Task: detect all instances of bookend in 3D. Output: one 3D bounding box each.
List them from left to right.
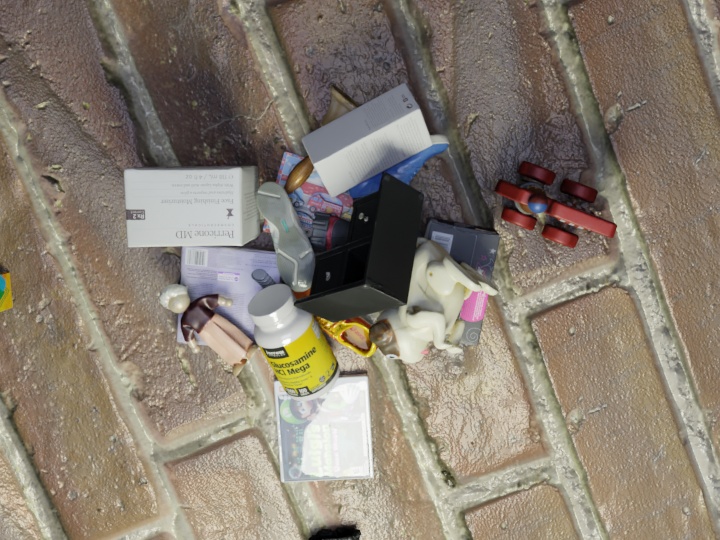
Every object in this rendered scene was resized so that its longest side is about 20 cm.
[{"bbox_3d":[-0.003,-0.033,1.410,0.092,0.198,0.202,25,65,-32],"label":"bookend"}]

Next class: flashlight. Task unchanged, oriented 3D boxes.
[{"bbox_3d":[0.010,-0.059,1.506,0.197,0.068,0.068,9,66,3],"label":"flashlight"}]

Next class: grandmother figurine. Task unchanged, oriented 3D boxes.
[{"bbox_3d":[-0.275,0.094,1.510,0.199,0.061,0.122,39,89,-6],"label":"grandmother figurine"}]

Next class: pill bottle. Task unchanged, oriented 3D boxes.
[{"bbox_3d":[-0.121,0.127,1.496,0.111,0.113,0.201,-23,123,4],"label":"pill bottle"}]

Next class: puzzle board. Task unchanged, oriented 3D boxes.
[{"bbox_3d":[-0.066,-0.116,1.543,0.198,0.017,0.152,17,98,-1],"label":"puzzle board"}]

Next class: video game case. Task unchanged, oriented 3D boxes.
[{"bbox_3d":[-0.069,0.301,1.599,0.179,0.023,0.203,-3,98,2],"label":"video game case"}]

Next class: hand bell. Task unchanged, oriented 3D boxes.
[{"bbox_3d":[-0.071,-0.216,1.494,0.104,0.104,0.201,38,102,-4],"label":"hand bell"}]

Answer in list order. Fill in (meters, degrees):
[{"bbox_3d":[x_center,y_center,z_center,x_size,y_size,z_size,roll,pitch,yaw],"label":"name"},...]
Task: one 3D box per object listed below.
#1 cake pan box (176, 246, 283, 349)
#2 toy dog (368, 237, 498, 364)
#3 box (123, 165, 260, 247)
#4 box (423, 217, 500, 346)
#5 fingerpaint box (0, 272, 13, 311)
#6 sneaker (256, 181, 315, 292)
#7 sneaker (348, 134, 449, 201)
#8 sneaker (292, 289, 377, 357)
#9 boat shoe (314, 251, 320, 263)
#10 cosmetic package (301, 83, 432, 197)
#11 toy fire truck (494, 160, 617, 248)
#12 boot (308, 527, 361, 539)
[{"bbox_3d":[-0.243,0.048,1.554,0.197,0.052,0.187,4,96,1],"label":"cake pan box"},{"bbox_3d":[0.099,0.062,1.394,0.193,0.139,0.201,38,100,14],"label":"toy dog"},{"bbox_3d":[-0.284,-0.114,1.456,0.196,0.200,0.132,-1,98,1],"label":"box"},{"bbox_3d":[0.164,0.016,1.507,0.130,0.115,0.203,11,98,2],"label":"box"},{"bbox_3d":[-0.757,0.052,1.508,0.197,0.167,0.074,-3,96,1],"label":"fingerpaint box"},{"bbox_3d":[-0.125,-0.062,1.501,0.070,0.080,0.203,-17,92,5],"label":"sneaker"},{"bbox_3d":[0.078,-0.159,1.491,0.198,0.077,0.112,-22,83,0],"label":"sneaker"},{"bbox_3d":[-0.050,0.086,1.542,0.199,0.077,0.074,29,99,-1],"label":"sneaker"},{"bbox_3d":[0.000,0.000,1.531,0.198,0.072,0.066,23,94,0],"label":"boat shoe"},{"bbox_3d":[0.012,-0.219,1.426,0.198,0.102,0.072,-27,56,3],"label":"cosmetic package"},{"bbox_3d":[0.334,-0.112,1.457,0.198,0.168,0.113,22,98,-2],"label":"toy fire truck"},{"bbox_3d":[-0.009,0.578,1.615,0.196,0.073,0.165,-6,95,3],"label":"boot"}]
